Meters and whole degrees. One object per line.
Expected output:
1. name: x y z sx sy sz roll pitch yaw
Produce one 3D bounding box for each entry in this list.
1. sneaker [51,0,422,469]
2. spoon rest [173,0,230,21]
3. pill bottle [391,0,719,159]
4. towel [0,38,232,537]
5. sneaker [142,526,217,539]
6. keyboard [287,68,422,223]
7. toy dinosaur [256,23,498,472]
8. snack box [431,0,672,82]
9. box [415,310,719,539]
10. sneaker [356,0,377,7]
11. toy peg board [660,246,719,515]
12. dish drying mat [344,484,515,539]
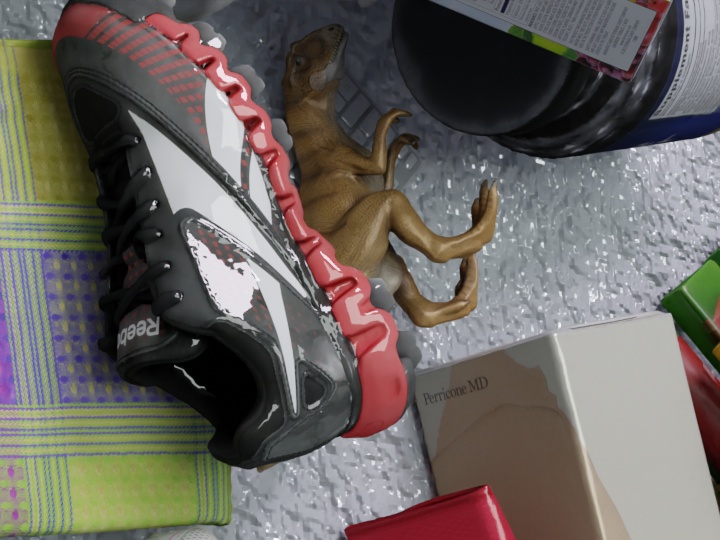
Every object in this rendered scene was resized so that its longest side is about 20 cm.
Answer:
1. sneaker: -0.064 -0.013 1.034 0.098 0.071 0.201 -31 89 -34
2. spoon rest: -0.050 -0.194 1.074 0.060 0.099 0.201 10 104 -34
3. pill bottle: 0.099 -0.106 1.199 0.200 0.112 0.112 -11 84 -57
4. towel: -0.113 0.001 1.050 0.143 0.023 0.201 1 73 -43
5. sneaker: -0.014 0.152 1.061 0.200 0.081 0.088 27 61 -35
6. keyboard: -0.038 -0.007 1.137 0.056 0.011 0.200 53 48 -17
7. toy dinosaur: 0.000 0.000 1.137 0.106 0.060 0.201 3 64 -14
8. snack box: 0.072 -0.180 1.107 0.142 0.053 0.200 24 48 -1
9. box: 0.097 0.126 1.165 0.078 0.095 0.201 -8 81 -43
10. sneaker: -0.017 -0.186 1.164 0.200 0.080 0.147 7 68 -47
11. toy peg board: 0.198 0.025 1.232 0.098 0.199 0.200 49 48 1
12. dish drying mat: 0.061 0.186 1.123 0.018 0.077 0.201 -27 96 -53
